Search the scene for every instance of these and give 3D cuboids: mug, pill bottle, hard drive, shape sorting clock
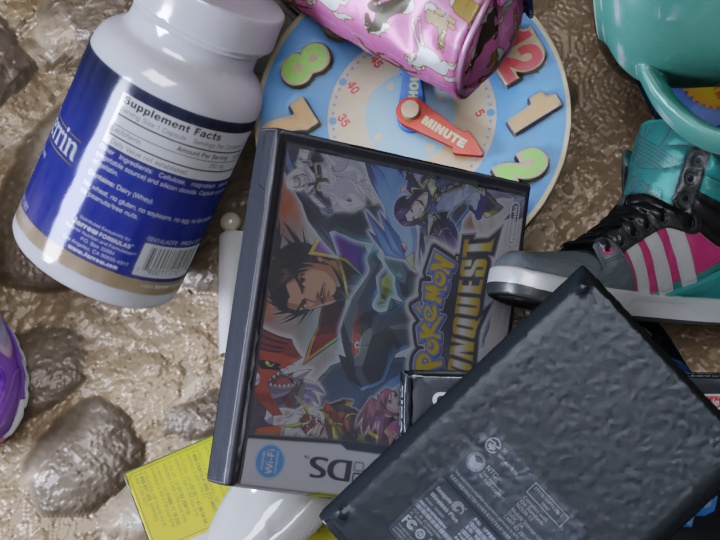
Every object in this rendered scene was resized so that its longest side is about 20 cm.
[{"bbox_3d":[0.193,-0.174,1.245,0.114,0.153,0.186,-3,40,9],"label":"mug"},{"bbox_3d":[-0.129,-0.088,1.313,0.115,0.116,0.201,31,108,13],"label":"pill bottle"},{"bbox_3d":[0.096,0.115,1.152,0.200,0.033,0.140,-43,87,4],"label":"hard drive"},{"bbox_3d":[0.031,-0.095,1.312,0.198,0.039,0.201,-1,76,5],"label":"shape sorting clock"}]

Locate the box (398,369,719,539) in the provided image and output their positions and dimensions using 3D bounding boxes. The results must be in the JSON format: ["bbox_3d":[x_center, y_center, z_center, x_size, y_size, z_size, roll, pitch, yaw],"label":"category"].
[{"bbox_3d":[0.120,0.137,1.204,0.198,0.046,0.160,1,91,-5],"label":"box"}]

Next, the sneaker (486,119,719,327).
[{"bbox_3d":[0.163,-0.031,1.262,0.199,0.083,0.122,5,89,-37],"label":"sneaker"}]

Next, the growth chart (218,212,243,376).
[{"bbox_3d":[0.000,0.000,1.350,0.199,0.018,0.145,-14,56,1],"label":"growth chart"}]

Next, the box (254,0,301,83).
[{"bbox_3d":[-0.023,-0.144,1.385,0.199,0.068,0.083,11,76,8],"label":"box"}]

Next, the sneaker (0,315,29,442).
[{"bbox_3d":[-0.268,0.016,1.349,0.080,0.089,0.201,-15,73,-1],"label":"sneaker"}]

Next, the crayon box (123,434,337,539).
[{"bbox_3d":[-0.030,0.148,1.306,0.199,0.051,0.128,-22,72,-1],"label":"crayon box"}]

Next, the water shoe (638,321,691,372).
[{"bbox_3d":[0.183,0.086,1.291,0.071,0.079,0.201,-30,73,-5],"label":"water shoe"}]

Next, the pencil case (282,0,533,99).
[{"bbox_3d":[0.005,-0.183,1.284,0.199,0.083,0.087,30,80,23],"label":"pencil case"}]

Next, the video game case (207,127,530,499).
[{"bbox_3d":[0.009,0.033,1.222,0.180,0.025,0.201,10,86,-32],"label":"video game case"}]

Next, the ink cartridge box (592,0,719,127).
[{"bbox_3d":[0.251,-0.135,1.356,0.136,0.076,0.201,-25,74,-2],"label":"ink cartridge box"}]

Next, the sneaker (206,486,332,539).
[{"bbox_3d":[-0.039,0.082,1.246,0.075,0.089,0.200,15,62,50],"label":"sneaker"}]
